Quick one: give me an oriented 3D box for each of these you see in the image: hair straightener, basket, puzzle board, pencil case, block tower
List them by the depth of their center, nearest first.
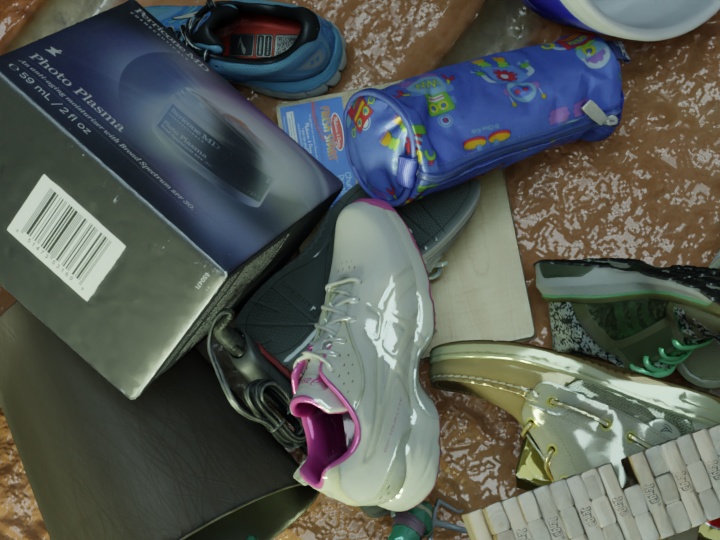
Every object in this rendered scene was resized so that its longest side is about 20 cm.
[{"bbox_3d":[0.165,0.137,1.195,0.199,0.054,0.058,-21,83,-5],"label":"block tower"},{"bbox_3d":[-0.033,0.096,1.279,0.041,0.200,0.077,-30,35,14],"label":"hair straightener"},{"bbox_3d":[-0.155,0.107,1.318,0.180,0.136,0.200,-28,71,-22],"label":"basket"},{"bbox_3d":[0.088,-0.102,1.335,0.199,0.078,0.087,-18,39,-29],"label":"pencil case"},{"bbox_3d":[0.030,-0.035,1.396,0.150,0.017,0.201,-11,76,3],"label":"puzzle board"}]

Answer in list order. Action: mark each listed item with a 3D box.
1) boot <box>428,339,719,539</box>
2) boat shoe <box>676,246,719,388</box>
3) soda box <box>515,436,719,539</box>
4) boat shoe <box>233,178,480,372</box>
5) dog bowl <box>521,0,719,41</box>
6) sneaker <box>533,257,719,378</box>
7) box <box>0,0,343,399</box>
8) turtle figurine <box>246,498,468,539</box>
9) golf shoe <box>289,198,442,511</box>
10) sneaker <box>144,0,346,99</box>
[{"bbox_3d":[0.125,0.133,1.257,0.199,0.072,0.155,14,82,7],"label":"boot"},{"bbox_3d":[0.277,-0.011,1.344,0.075,0.068,0.200,32,102,6],"label":"boat shoe"},{"bbox_3d":[0.204,0.139,1.316,0.199,0.064,0.068,17,80,9],"label":"soda box"},{"bbox_3d":[0.001,0.002,1.356,0.202,0.065,0.074,-45,65,-11],"label":"boat shoe"},{"bbox_3d":[0.179,-0.258,1.344,0.079,0.200,0.200,21,75,52],"label":"dog bowl"},{"bbox_3d":[0.195,0.042,1.308,0.077,0.200,0.089,-4,99,-38],"label":"sneaker"},{"bbox_3d":[-0.147,-0.054,1.293,0.200,0.198,0.123,41,117,4],"label":"box"},{"bbox_3d":[0.025,0.220,1.284,0.199,0.101,0.150,-1,93,14],"label":"turtle figurine"},{"bbox_3d":[-0.002,0.050,1.255,0.091,0.075,0.201,4,74,-37],"label":"golf shoe"},{"bbox_3d":[-0.113,-0.164,1.398,0.199,0.090,0.079,-5,76,6],"label":"sneaker"}]
